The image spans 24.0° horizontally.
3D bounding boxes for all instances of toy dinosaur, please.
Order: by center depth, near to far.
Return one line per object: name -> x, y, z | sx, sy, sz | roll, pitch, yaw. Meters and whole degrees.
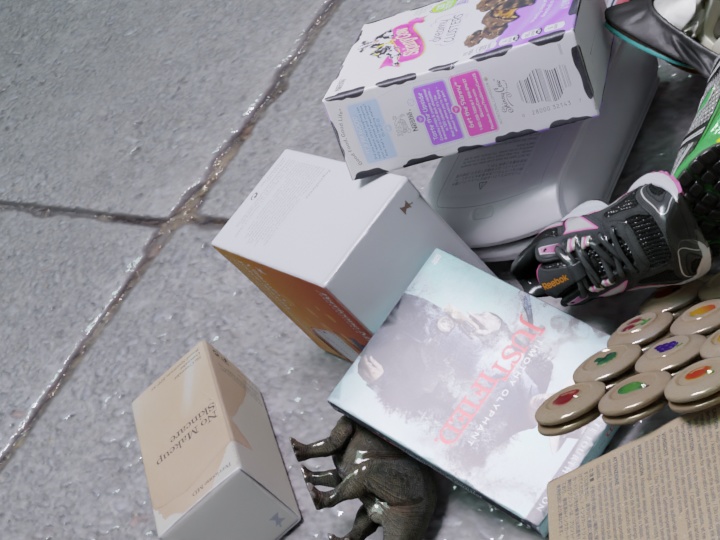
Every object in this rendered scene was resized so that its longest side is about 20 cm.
toy dinosaur -> 0.012, 0.149, 1.228 | 0.101, 0.077, 0.201 | -22, 40, -5

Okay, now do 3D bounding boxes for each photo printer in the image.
photo printer -> 0.141, -0.094, 1.368 | 0.166, 0.069, 0.201 | -8, 46, 46

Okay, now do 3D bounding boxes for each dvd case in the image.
dvd case -> 0.090, 0.080, 1.193 | 0.199, 0.022, 0.146 | 29, 75, 34

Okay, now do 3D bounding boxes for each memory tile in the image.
memory tile -> 0.210, 0.043, 1.084 | 0.152, 0.017, 0.200 | -15, 16, 43

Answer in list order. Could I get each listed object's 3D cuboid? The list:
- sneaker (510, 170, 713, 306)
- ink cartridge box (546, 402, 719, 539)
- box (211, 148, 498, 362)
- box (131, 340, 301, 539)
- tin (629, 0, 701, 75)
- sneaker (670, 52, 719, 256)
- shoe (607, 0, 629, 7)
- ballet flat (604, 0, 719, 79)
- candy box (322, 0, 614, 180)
sneaker -> 0.169, -0.007, 1.173 | 0.086, 0.081, 0.200 | -29, -1, -18
ink cartridge box -> 0.193, 0.180, 0.960 | 0.164, 0.075, 0.201 | -29, 33, 26
box -> 0.000, 0.000, 1.354 | 0.107, 0.152, 0.200 | -51, 29, -11
box -> -0.123, 0.156, 1.397 | 0.095, 0.078, 0.200 | -41, 29, 7
tin -> 0.292, -0.208, 1.268 | 0.199, 0.113, 0.042 | -1, 27, 47
sneaker -> 0.264, -0.097, 1.166 | 0.085, 0.077, 0.201 | -87, 21, -60
shoe -> 0.284, -0.227, 1.346 | 0.199, 0.072, 0.091 | -26, 32, 26
ballet flat -> 0.266, -0.167, 1.245 | 0.200, 0.068, 0.069 | 41, 122, 34
candy box -> 0.087, -0.157, 1.299 | 0.198, 0.072, 0.168 | -14, 25, 19
